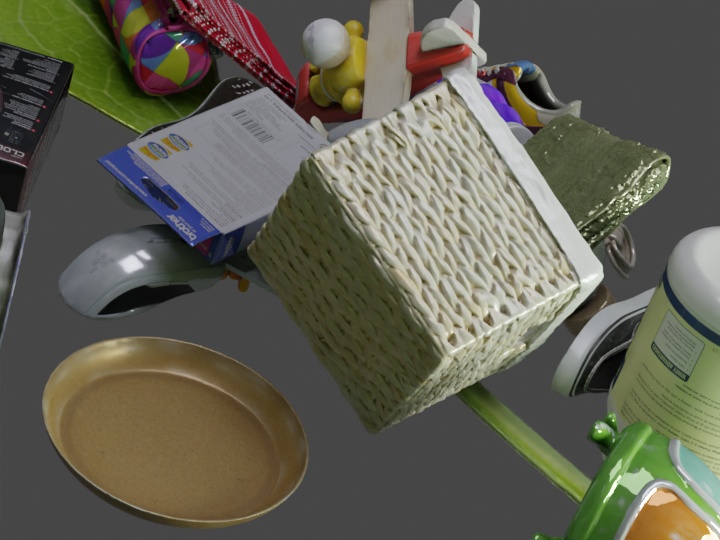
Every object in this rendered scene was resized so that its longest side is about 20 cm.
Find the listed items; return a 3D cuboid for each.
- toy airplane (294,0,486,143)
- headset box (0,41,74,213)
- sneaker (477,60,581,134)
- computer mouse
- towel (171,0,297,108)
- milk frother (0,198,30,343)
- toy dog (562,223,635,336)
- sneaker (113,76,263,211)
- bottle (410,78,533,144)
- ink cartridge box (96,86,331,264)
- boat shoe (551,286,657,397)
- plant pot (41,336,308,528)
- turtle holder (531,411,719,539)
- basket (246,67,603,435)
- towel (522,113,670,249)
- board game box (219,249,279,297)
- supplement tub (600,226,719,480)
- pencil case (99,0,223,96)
[{"bbox_3d":[0.014,-0.189,1.829,0.141,0.200,0.200,21,18,-33],"label":"toy airplane"},{"bbox_3d":[-0.333,-0.116,1.677,0.148,0.075,0.200,16,33,-5],"label":"headset box"},{"bbox_3d":[0.131,-0.180,1.996,0.200,0.090,0.075,33,36,19],"label":"sneaker"},{"bbox_3d":[-0.146,-0.013,1.625,0.199,0.044,0.110,-19,51,-30],"label":"computer mouse"},{"bbox_3d":[-0.133,-0.242,1.906,0.200,0.022,0.145,37,16,-52],"label":"towel"},{"bbox_3d":[-0.345,0.025,1.442,0.187,0.180,0.201,13,77,-10],"label":"milk frother"},{"bbox_3d":[0.170,-0.020,1.788,0.096,0.132,0.200,-15,16,20],"label":"toy dog"},{"bbox_3d":[-0.145,-0.087,1.732,0.073,0.085,0.200,37,41,10],"label":"sneaker"},{"bbox_3d":[0.100,-0.134,1.872,0.065,0.084,0.200,-5,18,-20],"label":"bottle"},{"bbox_3d":[-0.107,-0.075,1.645,0.119,0.042,0.200,42,41,21],"label":"ink cartridge box"},{"bbox_3d":[0.233,0.066,1.716,0.064,0.071,0.200,34,34,23],"label":"boat shoe"},{"bbox_3d":[-0.136,0.122,1.484,0.199,0.028,0.200,14,33,-9],"label":"plant pot"},{"bbox_3d":[0.205,0.195,1.480,0.131,0.186,0.141,27,66,12],"label":"turtle holder"},{"bbox_3d":[0.045,-0.006,1.552,0.160,0.198,0.200,-30,79,-27],"label":"basket"},{"bbox_3d":[0.152,-0.049,1.710,0.200,0.037,0.148,-42,40,-16],"label":"towel"},{"bbox_3d":[0.000,0.000,1.730,0.199,0.026,0.200,28,34,12],"label":"board game box"},{"bbox_3d":[0.280,0.083,1.598,0.144,0.201,0.145,14,34,-9],"label":"supplement tub"},{"bbox_3d":[-0.200,-0.248,1.926,0.088,0.089,0.200,0,36,-27],"label":"pencil case"}]
